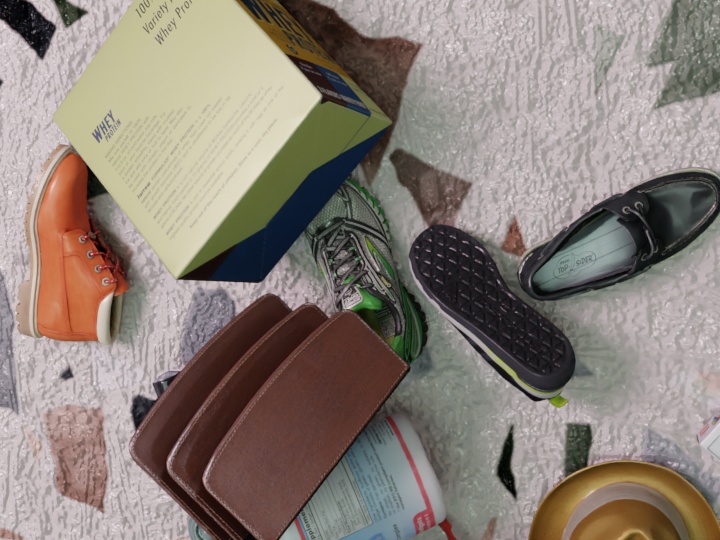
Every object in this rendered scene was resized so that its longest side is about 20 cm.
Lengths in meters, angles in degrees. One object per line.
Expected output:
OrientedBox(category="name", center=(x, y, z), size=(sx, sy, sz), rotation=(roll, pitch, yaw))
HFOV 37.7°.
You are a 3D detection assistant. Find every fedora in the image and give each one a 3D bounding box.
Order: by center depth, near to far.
OrientedBox(category="fedora", center=(0.243, 0.278, 0.966), size=(0.197, 0.082, 0.204), rotation=(2, 101, 12))

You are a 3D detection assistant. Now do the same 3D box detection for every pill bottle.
OrientedBox(category="pill bottle", center=(-0.028, 0.220, 0.974), size=(0.197, 0.109, 0.110), rotation=(-24, 95, -7))

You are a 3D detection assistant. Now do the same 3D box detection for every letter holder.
OrientedBox(category="letter holder", center=(-0.080, 0.114, 0.890), size=(0.142, 0.200, 0.100), rotation=(45, 150, -6))

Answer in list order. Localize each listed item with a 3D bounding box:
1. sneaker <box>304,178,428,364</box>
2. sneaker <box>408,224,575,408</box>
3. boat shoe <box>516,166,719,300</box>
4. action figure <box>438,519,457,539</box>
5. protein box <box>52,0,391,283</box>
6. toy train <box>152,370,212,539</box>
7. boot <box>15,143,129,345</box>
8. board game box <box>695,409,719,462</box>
OrientedBox(category="sneaker", center=(0.000, 0.000, 0.971), size=(0.077, 0.085, 0.202), rotation=(-29, 92, 16))
OrientedBox(category="sneaker", center=(0.113, 0.048, 0.960), size=(0.071, 0.083, 0.201), rotation=(-34, 67, -16))
OrientedBox(category="boat shoe", center=(0.226, -0.027, 0.920), size=(0.197, 0.066, 0.076), rotation=(-21, 95, 16))
OrientedBox(category="action figure", center=(0.045, 0.290, 0.984), size=(0.099, 0.198, 0.066), rotation=(52, 124, 35))
OrientedBox(category="protein box", center=(-0.121, -0.131, 0.921), size=(0.199, 0.134, 0.200), rotation=(-48, 69, 17))
OrientedBox(category="toy train", center=(-0.133, 0.185, 1.043), size=(0.112, 0.085, 0.203), rotation=(-21, 95, 7))
OrientedBox(category="boot", center=(-0.274, -0.021, 1.043), size=(0.105, 0.075, 0.203), rotation=(13, 112, 7))
OrientedBox(category="board game box", center=(0.409, 0.118, 0.921), size=(0.126, 0.035, 0.201), rotation=(39, 107, 4))
